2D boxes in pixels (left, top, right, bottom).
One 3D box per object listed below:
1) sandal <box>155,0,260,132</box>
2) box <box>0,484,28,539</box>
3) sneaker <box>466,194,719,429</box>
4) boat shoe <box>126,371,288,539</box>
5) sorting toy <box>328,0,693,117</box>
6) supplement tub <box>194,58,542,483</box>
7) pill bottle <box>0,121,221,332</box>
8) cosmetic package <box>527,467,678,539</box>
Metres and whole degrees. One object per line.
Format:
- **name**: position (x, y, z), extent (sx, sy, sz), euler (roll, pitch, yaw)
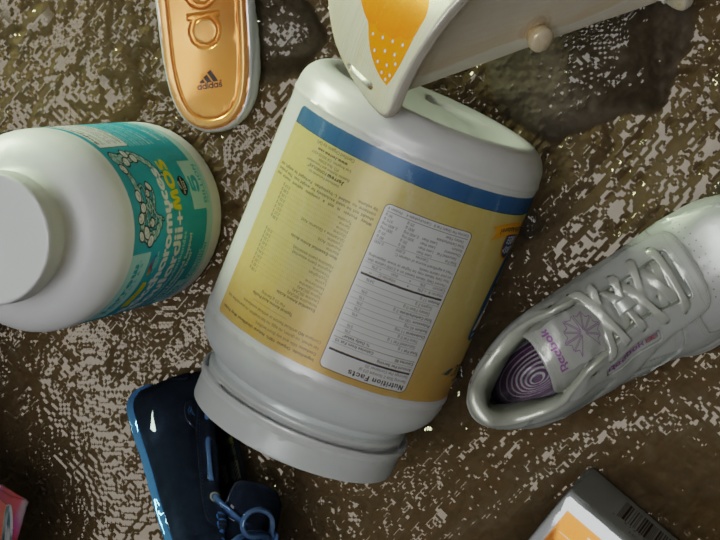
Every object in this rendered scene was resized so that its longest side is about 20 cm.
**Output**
- **sandal**: position (-0.099, -0.184, 1.133), extent (0.079, 0.059, 0.208), euler (-9, 93, 18)
- **box**: position (-0.302, 0.184, 1.164), extent (0.095, 0.103, 0.199), euler (36, 137, -30)
- **sneaker**: position (0.142, 0.031, 1.058), extent (0.200, 0.100, 0.075), euler (-37, 82, 16)
- **boat shoe**: position (-0.078, 0.140, 1.123), extent (0.068, 0.084, 0.201), euler (-25, 65, 2)
- **sorting toy**: position (0.055, -0.199, 1.031), extent (0.180, 0.199, 0.107), euler (51, 150, 32)
- **supplement tub**: position (0.000, 0.000, 1.076), extent (0.144, 0.145, 0.201), euler (26, 103, 13)
- **pill bottle**: position (-0.161, -0.026, 1.095), extent (0.110, 0.200, 0.112), euler (2, 97, 17)
- **cosmetic package**: position (0.102, 0.223, 1.105), extent (0.101, 0.071, 0.200), euler (39, 106, 10)
